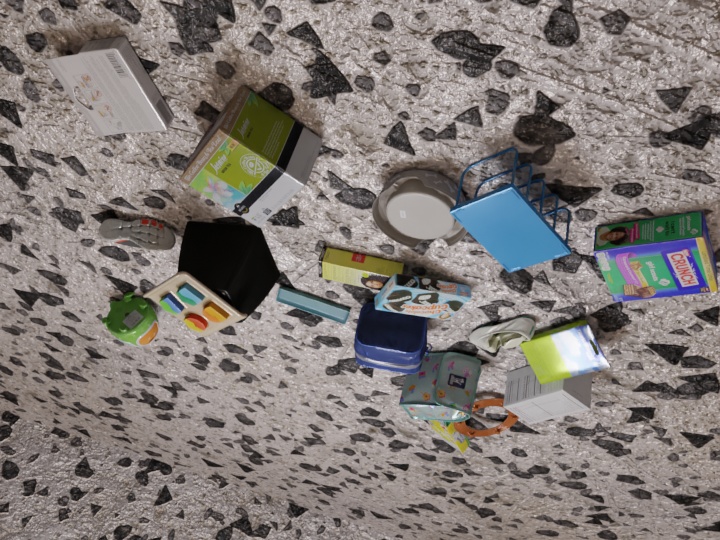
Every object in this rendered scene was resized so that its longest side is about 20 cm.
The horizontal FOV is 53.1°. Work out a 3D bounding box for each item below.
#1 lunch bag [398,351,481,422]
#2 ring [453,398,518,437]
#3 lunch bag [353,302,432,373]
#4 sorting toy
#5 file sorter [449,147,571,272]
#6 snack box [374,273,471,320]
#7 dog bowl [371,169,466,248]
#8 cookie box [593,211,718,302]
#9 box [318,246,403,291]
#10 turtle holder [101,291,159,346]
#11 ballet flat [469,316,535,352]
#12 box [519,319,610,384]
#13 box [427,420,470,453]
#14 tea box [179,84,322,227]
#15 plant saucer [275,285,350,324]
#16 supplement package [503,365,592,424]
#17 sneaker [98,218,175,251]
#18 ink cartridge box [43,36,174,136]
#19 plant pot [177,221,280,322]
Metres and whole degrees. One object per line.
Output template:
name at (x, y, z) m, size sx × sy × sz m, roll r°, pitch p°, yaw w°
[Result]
lunch bag at (0.222, 0.313, 1.943) m, size 0.200 × 0.171 × 0.122 m, roll -5°, pitch 141°, yaw 34°
ring at (0.374, 0.441, 2.126) m, size 0.200 × 0.019 × 0.201 m, roll -4°, pitch 136°, yaw -4°
lunch bag at (0.086, 0.180, 1.851) m, size 0.200 × 0.136 × 0.132 m, roll 10°, pitch 145°, yaw 7°
sorting toy at (-0.395, 0.089, 1.706) m, size 0.200 × 0.037 × 0.185 m, roll 37°, pitch 140°, yaw -26°
file sorter at (0.294, -0.115, 1.374) m, size 0.139 × 0.123 × 0.200 m, roll -20°, pitch 130°, yaw 41°
snack box at (0.147, 0.064, 1.702) m, size 0.200 × 0.037 × 0.116 m, roll 9°, pitch 146°, yaw -21°
dog bowl at (0.126, -0.126, 1.484) m, size 0.200 × 0.059 × 0.200 m, roll 11°, pitch 144°, yaw 8°
cookie box at (0.584, -0.023, 1.421) m, size 0.200 × 0.075 × 0.171 m, roll -9°, pitch 136°, yaw 31°
box at (0.000, 0.000, 1.716) m, size 0.200 × 0.050 × 0.075 m, roll 12°, pitch 145°, yaw 8°
turtle holder at (-0.682, 0.157, 2.133) m, size 0.185 × 0.141 × 0.132 m, roll -1°, pitch 142°, yaw 22°
ballet flat at (0.345, 0.168, 1.788) m, size 0.069 × 0.069 × 0.200 m, roll 38°, pitch 140°, yaw -27°
box at (0.496, 0.196, 1.735) m, size 0.200 × 0.048 × 0.122 m, roll -26°, pitch 95°, yaw 44°
box at (0.258, 0.475, 2.219) m, size 0.117 × 0.048 × 0.200 m, roll 28°, pitch 160°, yaw 42°
tea box at (-0.218, -0.221, 1.433) m, size 0.197 × 0.134 × 0.200 m, roll 32°, pitch 142°, yaw -19°
plant saucer at (-0.126, 0.091, 1.920) m, size 0.200 × 0.019 × 0.070 m, roll 18°, pitch 145°, yaw -3°
supplement package at (0.489, 0.313, 1.886) m, size 0.114 × 0.110 × 0.200 m, roll 35°, pitch 141°, yaw -24°
sneaker at (-0.555, -0.090, 1.827) m, size 0.200 × 0.077 × 0.082 m, roll 12°, pitch 172°, yaw 8°
ink cartridge box at (-0.497, -0.361, 1.435) m, size 0.176 × 0.045 × 0.200 m, roll 0°, pitch 141°, yaw 21°
plant pot at (-0.338, 0.016, 1.768) m, size 0.199 × 0.178 × 0.200 m, roll 5°, pitch 144°, yaw 17°
